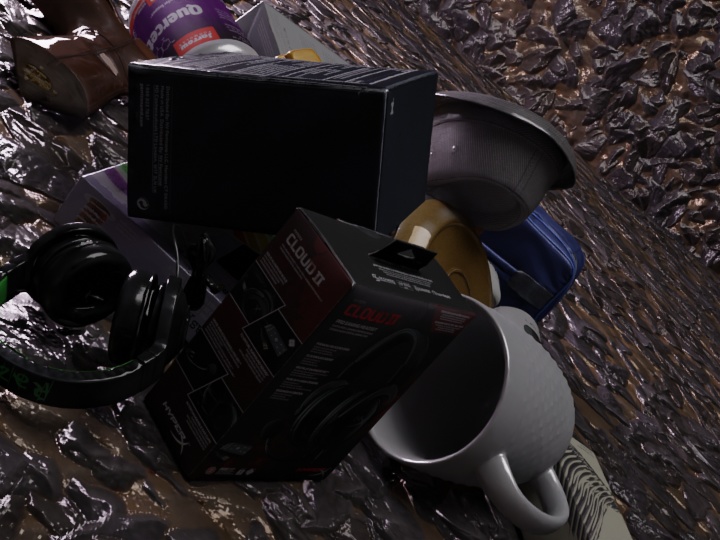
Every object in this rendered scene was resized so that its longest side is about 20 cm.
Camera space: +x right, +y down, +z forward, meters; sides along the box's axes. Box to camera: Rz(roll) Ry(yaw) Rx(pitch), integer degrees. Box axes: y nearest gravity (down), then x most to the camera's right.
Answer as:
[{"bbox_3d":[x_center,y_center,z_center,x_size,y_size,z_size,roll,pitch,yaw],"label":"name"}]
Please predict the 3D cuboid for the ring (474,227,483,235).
[{"bbox_3d":[0.045,-0.070,1.259,0.199,0.019,0.200,18,-10,3],"label":"ring"}]

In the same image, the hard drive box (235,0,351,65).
[{"bbox_3d":[-0.065,-0.203,1.305,0.200,0.077,0.157,25,41,-53],"label":"hard drive box"}]

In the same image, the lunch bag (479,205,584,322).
[{"bbox_3d":[0.181,-0.028,1.396,0.200,0.136,0.132,42,16,7],"label":"lunch bag"}]

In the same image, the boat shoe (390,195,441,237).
[{"bbox_3d":[0.081,0.006,1.142,0.201,0.070,0.064,68,9,-46],"label":"boat shoe"}]

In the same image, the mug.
[{"bbox_3d":[0.115,0.135,0.937,0.175,0.147,0.201,30,28,-48],"label":"mug"}]

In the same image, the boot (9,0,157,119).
[{"bbox_3d":[-0.294,-0.225,1.043,0.186,0.064,0.200,40,24,0],"label":"boot"}]

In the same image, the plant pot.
[{"bbox_3d":[0.084,0.030,1.064,0.200,0.027,0.201,1,88,-57],"label":"plant pot"}]

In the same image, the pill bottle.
[{"bbox_3d":[-0.174,-0.229,1.187,0.112,0.113,0.200,20,29,-46],"label":"pill bottle"}]

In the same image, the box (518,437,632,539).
[{"bbox_3d":[0.192,0.232,0.982,0.082,0.068,0.200,34,21,-25],"label":"box"}]

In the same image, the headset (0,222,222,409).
[{"bbox_3d":[-0.163,0.029,0.721,0.123,0.094,0.200,30,39,17],"label":"headset"}]

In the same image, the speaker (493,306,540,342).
[{"bbox_3d":[0.155,0.111,1.150,0.081,0.081,0.200,39,19,-9],"label":"speaker"}]

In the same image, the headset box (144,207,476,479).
[{"bbox_3d":[-0.027,0.051,0.751,0.148,0.200,0.077,16,32,-53],"label":"headset box"}]

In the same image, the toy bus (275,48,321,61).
[{"bbox_3d":[-0.025,-0.142,1.140,0.065,0.078,0.201,-17,79,-42],"label":"toy bus"}]

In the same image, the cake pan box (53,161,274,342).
[{"bbox_3d":[-0.131,-0.011,0.910,0.200,0.052,0.184,43,22,3],"label":"cake pan box"}]

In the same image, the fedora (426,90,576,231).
[{"bbox_3d":[0.121,-0.101,1.107,0.177,0.091,0.199,37,-17,-35],"label":"fedora"}]

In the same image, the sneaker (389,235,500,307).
[{"bbox_3d":[0.095,0.015,1.279,0.199,0.074,0.088,23,46,-40],"label":"sneaker"}]

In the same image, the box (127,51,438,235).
[{"bbox_3d":[-0.055,-0.103,0.869,0.197,0.124,0.200,7,15,13],"label":"box"}]
